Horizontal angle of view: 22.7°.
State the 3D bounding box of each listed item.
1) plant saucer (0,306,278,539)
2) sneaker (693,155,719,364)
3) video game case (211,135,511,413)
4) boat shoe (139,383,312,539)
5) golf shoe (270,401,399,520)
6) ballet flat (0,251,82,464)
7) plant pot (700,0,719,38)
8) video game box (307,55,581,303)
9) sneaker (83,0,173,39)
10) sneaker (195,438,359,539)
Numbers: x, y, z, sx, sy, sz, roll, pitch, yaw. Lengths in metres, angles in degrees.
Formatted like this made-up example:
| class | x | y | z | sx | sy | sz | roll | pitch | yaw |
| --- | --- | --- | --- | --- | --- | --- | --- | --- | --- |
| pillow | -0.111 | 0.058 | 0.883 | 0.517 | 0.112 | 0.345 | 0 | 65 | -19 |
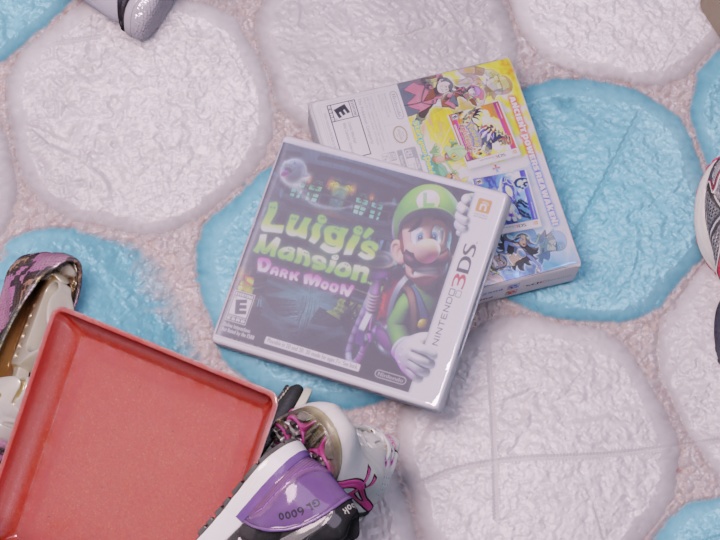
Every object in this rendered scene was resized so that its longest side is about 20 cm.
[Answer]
| class | x | y | z | sx | sy | sz | roll | pitch | yaw |
| --- | --- | --- | --- | --- | --- | --- | --- | --- | --- |
| plant saucer | -0.170 | 0.152 | 1.331 | 0.199 | 0.037 | 0.201 | 20 | 93 | 21 |
| sneaker | 0.330 | -0.008 | 1.486 | 0.080 | 0.075 | 0.201 | -3 | 68 | -7 |
| video game case | 0.000 | 0.000 | 1.436 | 0.199 | 0.023 | 0.183 | 16 | 79 | 18 |
| boat shoe | -0.113 | 0.160 | 1.379 | 0.066 | 0.075 | 0.200 | 33 | 83 | 5 |
| golf shoe | -0.015 | 0.136 | 1.330 | 0.092 | 0.200 | 0.073 | -32 | 71 | -15 |
| ballet flat | -0.262 | 0.073 | 1.397 | 0.069 | 0.071 | 0.201 | 31 | 60 | -35 |
| plant pot | 0.441 | -0.233 | 1.529 | 0.199 | 0.177 | 0.201 | -25 | 72 | -14 |
| video game box | 0.067 | -0.066 | 1.500 | 0.181 | 0.047 | 0.201 | -14 | 71 | -7 |
| sneaker | -0.192 | -0.305 | 1.553 | 0.114 | 0.075 | 0.201 | 25 | 72 | 2 |
| sneaker | -0.081 | 0.217 | 1.230 | 0.088 | 0.076 | 0.200 | 43 | 105 | 16 |
